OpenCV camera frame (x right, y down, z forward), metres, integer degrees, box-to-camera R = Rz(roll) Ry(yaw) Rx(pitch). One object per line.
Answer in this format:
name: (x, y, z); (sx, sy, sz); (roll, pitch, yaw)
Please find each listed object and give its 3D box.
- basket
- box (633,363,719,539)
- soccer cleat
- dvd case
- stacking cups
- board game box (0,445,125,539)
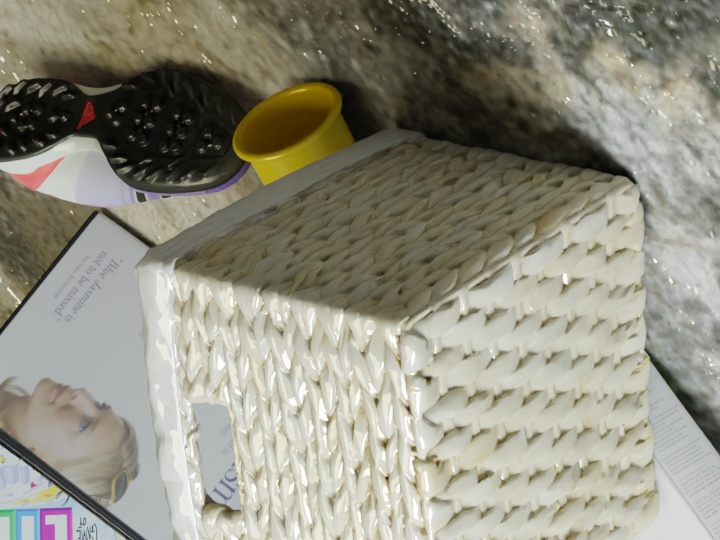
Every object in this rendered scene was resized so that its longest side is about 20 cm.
basket: (0.025, 0.060, 1.283); (0.160, 0.200, 0.199); (11, 117, 36)
box: (0.162, 0.150, 1.377); (0.200, 0.036, 0.145); (56, 154, 18)
soccer cleat: (-0.119, -0.065, 1.482); (0.199, 0.069, 0.073); (5, 157, 43)
dvd case: (-0.117, 0.076, 1.571); (0.200, 0.143, 0.018); (35, 167, 13)
stacking cups: (0.000, 0.000, 1.410); (0.060, 0.061, 0.201); (11, 138, 43)
board game box: (-0.210, 0.111, 1.628); (0.034, 0.199, 0.135); (-3, 87, 51)
